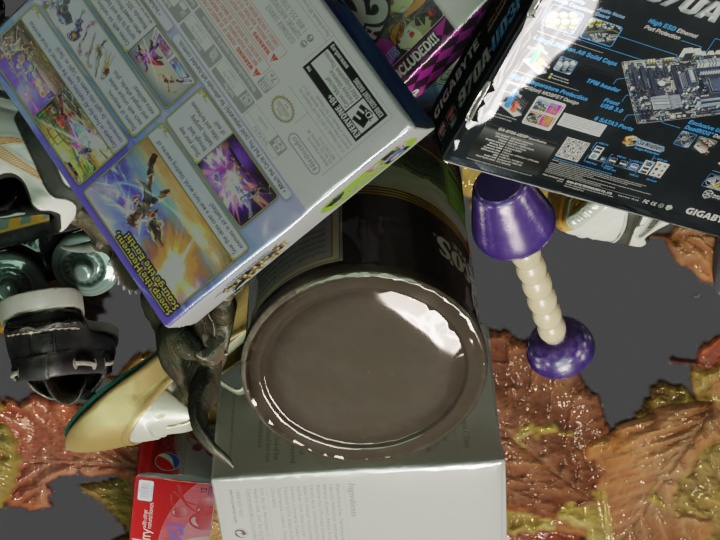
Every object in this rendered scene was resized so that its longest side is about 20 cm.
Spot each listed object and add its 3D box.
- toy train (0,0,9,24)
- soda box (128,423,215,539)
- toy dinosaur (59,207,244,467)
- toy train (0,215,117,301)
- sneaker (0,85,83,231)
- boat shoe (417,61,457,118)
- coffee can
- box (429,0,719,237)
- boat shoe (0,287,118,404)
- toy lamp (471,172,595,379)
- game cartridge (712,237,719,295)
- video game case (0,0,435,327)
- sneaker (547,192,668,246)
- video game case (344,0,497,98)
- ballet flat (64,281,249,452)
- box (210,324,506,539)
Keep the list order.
[{"bbox_3d":[-0.195,-0.128,0.963,0.200,0.034,0.046,27,113,2],"label":"toy train"},{"bbox_3d":[-0.151,0.212,1.226,0.063,0.070,0.200,7,126,-7],"label":"soda box"},{"bbox_3d":[-0.105,0.023,0.939,0.077,0.200,0.102,-27,169,-21],"label":"toy dinosaur"},{"bbox_3d":[-0.189,-0.045,1.033,0.200,0.085,0.114,-13,114,11],"label":"toy train"},{"bbox_3d":[-0.239,-0.078,0.958,0.200,0.080,0.074,13,159,33],"label":"sneaker"},{"bbox_3d":[0.021,-0.122,0.970,0.200,0.066,0.070,14,98,-12],"label":"boat shoe"},{"bbox_3d":[0.000,0.000,0.991,0.146,0.200,0.147,-1,127,-1],"label":"coffee can"},{"bbox_3d":[0.161,-0.106,0.842,0.200,0.046,0.159,13,131,-20],"label":"box"},{"bbox_3d":[-0.201,0.061,1.057,0.074,0.060,0.200,-9,167,-7],"label":"boat shoe"},{"bbox_3d":[0.117,0.002,1.054,0.058,0.058,0.200,-16,139,10],"label":"toy lamp"},{"bbox_3d":[0.325,-0.053,1.062,0.133,0.042,0.200,9,126,-13],"label":"game cartridge"},{"bbox_3d":[-0.089,-0.101,0.853,0.181,0.045,0.200,-38,81,17],"label":"video game case"},{"bbox_3d":[0.213,-0.084,1.012,0.088,0.076,0.200,19,142,-29],"label":"sneaker"},{"bbox_3d":[-0.033,-0.157,0.904,0.200,0.181,0.036,-42,159,26],"label":"video game case"},{"bbox_3d":[-0.115,0.073,1.076,0.200,0.063,0.069,-41,163,-6],"label":"ballet flat"},{"bbox_3d":[0.001,0.130,1.118,0.200,0.152,0.106,-3,126,2],"label":"box"}]
